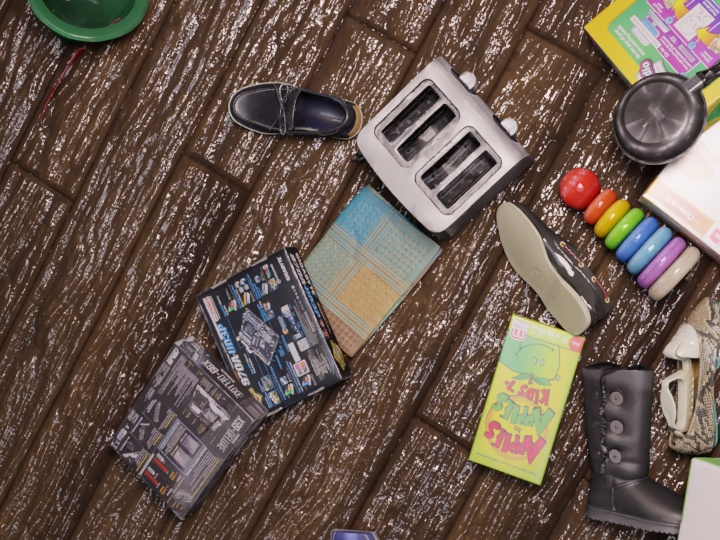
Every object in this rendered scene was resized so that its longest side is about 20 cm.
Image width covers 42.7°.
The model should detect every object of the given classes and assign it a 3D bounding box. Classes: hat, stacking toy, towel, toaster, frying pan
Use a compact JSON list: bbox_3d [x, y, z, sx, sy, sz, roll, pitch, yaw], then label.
[{"bbox_3d":[-0.423,-0.361,1.379,0.198,0.176,0.167,-30,80,-29],"label":"hat"},{"bbox_3d":[0.340,-0.058,1.198,0.200,0.085,0.086,45,97,12],"label":"stacking toy"},{"bbox_3d":[0.000,0.000,1.292,0.146,0.022,0.201,41,99,10],"label":"towel"},{"bbox_3d":[0.104,-0.156,1.223,0.200,0.119,0.181,-42,82,8],"label":"toaster"},{"bbox_3d":[0.389,-0.197,1.095,0.188,0.031,0.117,-19,70,29],"label":"frying pan"}]

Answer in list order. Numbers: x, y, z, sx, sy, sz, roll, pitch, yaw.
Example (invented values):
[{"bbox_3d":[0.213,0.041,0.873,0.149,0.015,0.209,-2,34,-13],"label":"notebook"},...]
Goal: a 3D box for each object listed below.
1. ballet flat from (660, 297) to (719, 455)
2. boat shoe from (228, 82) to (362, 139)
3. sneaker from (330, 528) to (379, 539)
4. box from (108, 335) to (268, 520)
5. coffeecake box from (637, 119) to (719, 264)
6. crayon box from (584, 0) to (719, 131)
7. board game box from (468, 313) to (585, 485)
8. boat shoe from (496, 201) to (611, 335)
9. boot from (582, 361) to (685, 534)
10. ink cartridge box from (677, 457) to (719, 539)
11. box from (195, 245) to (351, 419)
[{"bbox_3d":[0.421,0.135,1.180,0.074,0.068,0.204,2,92,-13],"label":"ballet flat"},{"bbox_3d":[-0.095,-0.225,1.291,0.196,0.062,0.076,11,93,12],"label":"boat shoe"},{"bbox_3d":[-0.007,0.458,1.239,0.079,0.115,0.204,-3,89,10],"label":"sneaker"},{"bbox_3d":[-0.244,0.221,1.295,0.157,0.050,0.201,40,109,13],"label":"box"},{"bbox_3d":[0.478,-0.124,1.172,0.153,0.073,0.201,39,96,10],"label":"coffeecake box"},{"bbox_3d":[0.409,-0.286,1.155,0.172,0.058,0.202,-39,61,16],"label":"crayon box"},{"bbox_3d":[0.222,0.170,1.232,0.100,0.048,0.204,17,92,10],"label":"board game box"},{"bbox_3d":[0.253,-0.010,1.224,0.062,0.074,0.203,-24,70,-30],"label":"boat shoe"},{"bbox_3d":[0.365,0.223,1.176,0.162,0.065,0.204,0,87,34],"label":"boot"},{"bbox_3d":[0.479,0.308,1.106,0.197,0.084,0.148,8,92,-32],"label":"ink cartridge box"},{"bbox_3d":[-0.122,0.090,1.289,0.157,0.046,0.203,-27,84,18],"label":"box"}]
